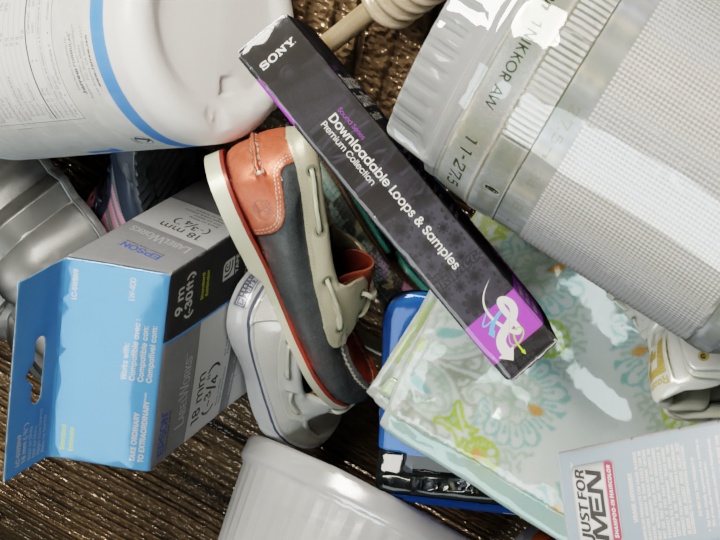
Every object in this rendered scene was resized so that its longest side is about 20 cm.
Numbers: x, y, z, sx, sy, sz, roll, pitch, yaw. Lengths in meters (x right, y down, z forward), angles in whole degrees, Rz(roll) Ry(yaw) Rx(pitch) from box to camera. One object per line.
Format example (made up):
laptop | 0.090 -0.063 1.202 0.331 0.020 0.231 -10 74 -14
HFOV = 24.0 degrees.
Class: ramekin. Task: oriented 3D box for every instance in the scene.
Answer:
ramekin | -0.009 0.203 1.202 0.201 0.095 0.202 26 170 5

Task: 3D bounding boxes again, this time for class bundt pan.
bundt pan | -0.227 0.000 1.169 0.202 0.076 0.202 46 160 22

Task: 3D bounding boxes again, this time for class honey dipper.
honey dipper | -0.014 -0.127 0.932 0.038 0.038 0.200 44 146 -12

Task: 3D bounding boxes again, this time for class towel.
towel | 0.123 0.058 0.948 0.199 0.048 0.172 31 108 6

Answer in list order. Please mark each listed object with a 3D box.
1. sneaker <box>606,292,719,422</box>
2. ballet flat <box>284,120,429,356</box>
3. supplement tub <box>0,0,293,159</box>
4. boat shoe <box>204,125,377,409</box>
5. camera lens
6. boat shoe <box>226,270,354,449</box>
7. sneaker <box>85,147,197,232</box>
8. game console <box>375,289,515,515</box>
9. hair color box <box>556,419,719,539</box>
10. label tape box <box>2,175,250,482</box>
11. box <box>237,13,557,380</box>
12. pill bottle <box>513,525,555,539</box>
sneaker | 0.147 0.009 0.854 0.199 0.116 0.074 18 147 5
ballet flat | 0.000 0.000 1.032 0.200 0.071 0.069 50 -172 -24
supplement tub | -0.148 -0.131 0.958 0.199 0.132 0.132 0 132 42
boat shoe | -0.023 0.001 0.957 0.062 0.071 0.201 -21 129 4
camera lens | 0.133 -0.071 0.765 0.199 0.160 0.160 32 145 5
boat shoe | -0.031 0.069 1.129 0.069 0.071 0.200 21 152 22
sneaker | -0.153 -0.047 1.114 0.082 0.070 0.201 20 141 19
game console | 0.115 0.091 1.048 0.199 0.119 0.171 6 170 9
hair color box | 0.209 0.105 0.833 0.199 0.061 0.099 -15 161 29
label tape box | -0.130 0.042 1.051 0.063 0.200 0.145 22 121 21
box | 0.021 -0.041 0.852 0.200 0.036 0.143 49 -174 -3
pill bottle | 0.191 0.248 1.133 0.199 0.113 0.113 14 140 28
